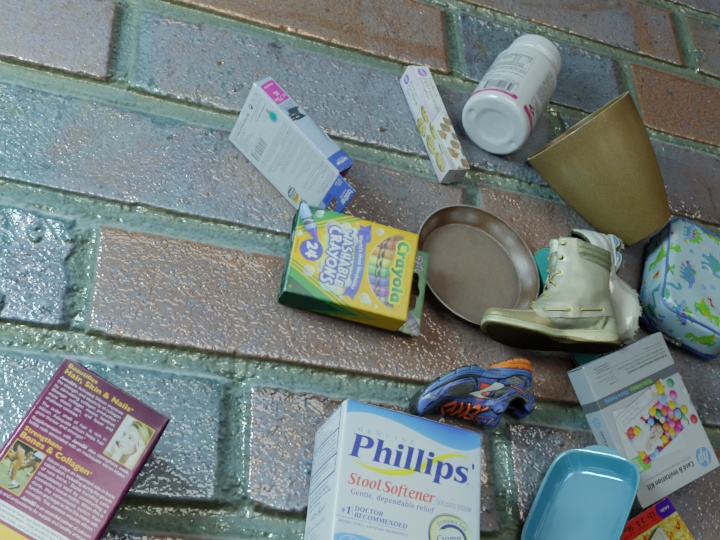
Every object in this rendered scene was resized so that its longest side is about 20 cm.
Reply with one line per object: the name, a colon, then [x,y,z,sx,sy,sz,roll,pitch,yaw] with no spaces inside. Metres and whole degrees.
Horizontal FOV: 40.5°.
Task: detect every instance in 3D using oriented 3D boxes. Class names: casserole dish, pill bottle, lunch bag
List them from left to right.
pill bottle: [0.250,-0.289,1.577,0.113,0.114,0.201,35,52,-1]
casserole dish: [0.280,0.308,1.233,0.120,0.039,0.200,6,44,32]
lunch bag: [0.522,0.030,1.527,0.160,0.083,0.201,26,53,-8]

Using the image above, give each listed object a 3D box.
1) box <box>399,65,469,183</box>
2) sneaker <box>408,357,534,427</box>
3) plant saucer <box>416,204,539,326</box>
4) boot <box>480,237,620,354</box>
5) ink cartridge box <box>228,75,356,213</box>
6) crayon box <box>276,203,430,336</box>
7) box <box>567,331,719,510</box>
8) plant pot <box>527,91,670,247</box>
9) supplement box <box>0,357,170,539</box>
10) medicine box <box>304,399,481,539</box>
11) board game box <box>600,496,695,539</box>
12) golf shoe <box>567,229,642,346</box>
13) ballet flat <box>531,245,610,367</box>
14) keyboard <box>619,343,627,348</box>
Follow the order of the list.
box: [0.114,-0.229,1.522,0.038,0.041,0.202,-5,64,-28]
sneaker: [0.153,0.167,1.274,0.198,0.075,0.079,-8,67,-27]
plant saucer: [0.164,-0.002,1.408,0.198,0.035,0.202,13,55,-19]
boot: [0.261,0.030,1.356,0.198,0.072,0.156,7,67,-11]
ink cartridge box: [-0.086,-0.153,1.328,0.200,0.119,0.042,48,51,8]
crayon box: [0.000,0.000,1.293,0.198,0.052,0.127,15,67,-12]
box: [0.388,0.204,1.340,0.155,0.041,0.202,-18,82,-27]
plant pot: [0.394,-0.145,1.530,0.186,0.186,0.201,-36,92,-37]
supplement box: [-0.306,0.215,1.004,0.130,0.103,0.201,31,53,-4]
medicine box: [0.038,0.276,1.129,0.181,0.103,0.202,16,55,-16]
board game box: [0.389,0.414,1.245,0.151,0.046,0.201,-19,70,-33]
golf shoe: [0.350,0.022,1.447,0.097,0.078,0.201,20,41,-25]
ballet flat: [0.309,0.059,1.431,0.063,0.067,0.201,11,52,-52]
keyboard: [0.408,0.196,1.396,0.103,0.040,0.201,24,54,-9]
